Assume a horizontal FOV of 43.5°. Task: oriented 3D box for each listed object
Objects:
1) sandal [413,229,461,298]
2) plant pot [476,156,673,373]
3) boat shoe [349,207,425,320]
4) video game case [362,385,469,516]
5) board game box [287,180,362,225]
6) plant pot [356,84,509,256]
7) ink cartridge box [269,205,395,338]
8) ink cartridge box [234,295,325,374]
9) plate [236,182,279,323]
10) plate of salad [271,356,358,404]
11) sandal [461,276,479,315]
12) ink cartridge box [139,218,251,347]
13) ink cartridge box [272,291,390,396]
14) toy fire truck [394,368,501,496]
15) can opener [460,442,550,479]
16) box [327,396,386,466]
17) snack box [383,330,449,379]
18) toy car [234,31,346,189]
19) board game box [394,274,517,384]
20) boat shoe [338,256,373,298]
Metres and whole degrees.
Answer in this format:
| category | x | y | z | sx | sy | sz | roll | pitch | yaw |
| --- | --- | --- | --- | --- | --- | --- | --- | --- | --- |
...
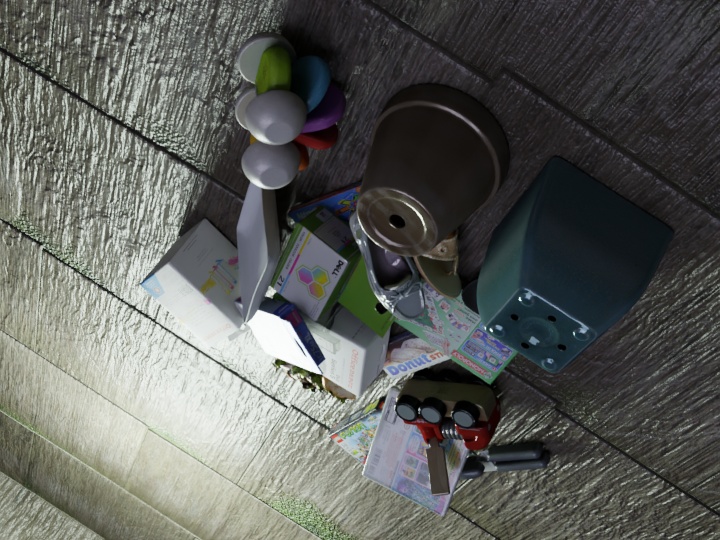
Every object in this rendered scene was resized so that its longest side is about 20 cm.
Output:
| category | x | y | z | sx | sy | sz | roll | pitch | yaw |
| --- | --- | --- | --- | --- | --- | --- | --- | --- | --- |
| sandal | 0.112 | -0.050 | 1.349 | 0.069 | 0.078 | 0.212 | -23 | 110 | 39 |
| plant pot | 0.265 | 0.014 | 1.209 | 0.195 | 0.201 | 0.197 | 33 | 141 | 0 |
| boat shoe | 0.044 | -0.004 | 1.346 | 0.074 | 0.065 | 0.203 | -24 | 115 | -1 |
| video game case | 0.111 | 0.345 | 1.721 | 0.181 | 0.024 | 0.202 | 23 | 110 | 17 |
| board game box | -0.019 | -0.083 | 1.444 | 0.199 | 0.020 | 0.103 | -15 | 123 | 43 |
| plant pot | 0.081 | -0.117 | 1.217 | 0.198 | 0.174 | 0.201 | 19 | 141 | 16 |
| ink cartridge box | -0.030 | 0.018 | 1.436 | 0.199 | 0.076 | 0.148 | 38 | 130 | 10 |
| ink cartridge box | -0.131 | 0.103 | 1.525 | 0.199 | 0.042 | 0.120 | 15 | 139 | 57 |
| plate | -0.166 | -0.045 | 1.475 | 0.032 | 0.201 | 0.201 | 3 | 146 | -19 |
| plate of salad | -0.092 | 0.207 | 1.741 | 0.198 | 0.048 | 0.200 | 24 | 161 | 8 |
| sandal | 0.249 | 0.067 | 1.383 | 0.199 | 0.045 | 0.076 | 26 | 116 | 3 |
| ink cartridge box | -0.273 | 0.033 | 1.653 | 0.200 | 0.126 | 0.128 | 45 | 140 | -15 |
| ink cartridge box | -0.055 | 0.111 | 1.601 | 0.199 | 0.084 | 0.146 | 28 | 142 | 19 |
| toy fire truck | 0.164 | 0.296 | 1.617 | 0.175 | 0.129 | 0.201 | 1 | 127 | 32 |
| can opener | 0.261 | 0.363 | 1.694 | 0.199 | 0.067 | 0.053 | -19 | 118 | 39 |
| box | 0.027 | 0.331 | 1.837 | 0.110 | 0.035 | 0.200 | 40 | 141 | -8 |
| snack box | 0.102 | 0.138 | 1.589 | 0.072 | 0.024 | 0.199 | 48 | 139 | -13 |
| toy car | -0.095 | -0.222 | 1.261 | 0.148 | 0.176 | 0.201 | -2 | 141 | -13 |
| board game box | 0.165 | 0.085 | 1.467 | 0.199 | 0.029 | 0.135 | 33 | 130 | -1 |
| boat shoe | 0.001 | 0.002 | 1.501 | 0.200 | 0.063 | 0.074 | -21 | 104 | 38 |
